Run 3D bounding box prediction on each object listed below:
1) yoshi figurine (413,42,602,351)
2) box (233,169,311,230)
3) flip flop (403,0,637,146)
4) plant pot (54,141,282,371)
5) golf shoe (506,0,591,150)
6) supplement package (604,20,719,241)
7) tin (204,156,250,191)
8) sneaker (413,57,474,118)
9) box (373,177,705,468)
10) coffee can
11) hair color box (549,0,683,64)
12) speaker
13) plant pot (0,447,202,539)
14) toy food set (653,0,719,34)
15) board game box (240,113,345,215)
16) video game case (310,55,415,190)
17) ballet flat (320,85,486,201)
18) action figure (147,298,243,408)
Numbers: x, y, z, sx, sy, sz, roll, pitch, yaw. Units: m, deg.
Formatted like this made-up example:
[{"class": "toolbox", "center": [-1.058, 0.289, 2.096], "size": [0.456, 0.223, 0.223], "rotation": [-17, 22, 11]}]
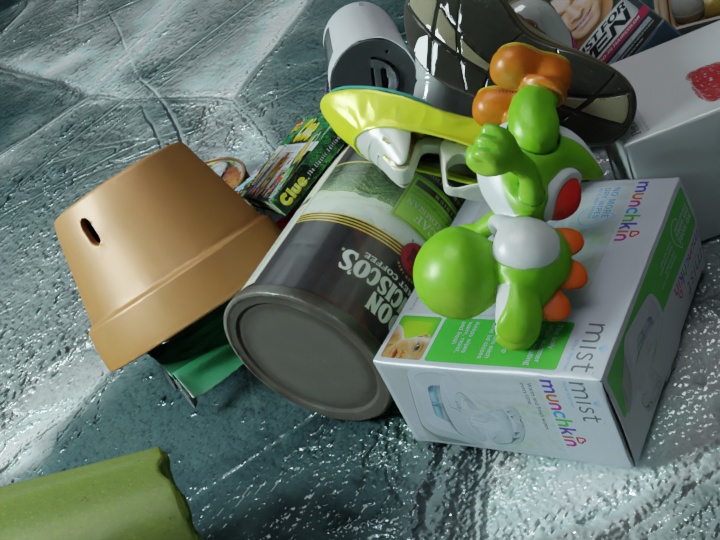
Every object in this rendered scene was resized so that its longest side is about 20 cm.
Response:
[{"class": "yoshi figurine", "center": [0.086, -0.047, 0.680], "size": [0.112, 0.112, 0.200], "rotation": [-13, 61, 41]}, {"class": "box", "center": [-0.021, -0.103, 1.061], "size": [0.200, 0.039, 0.137], "rotation": [-36, 37, -12]}, {"class": "flip flop", "center": [0.120, -0.162, 0.773], "size": [0.200, 0.081, 0.058], "rotation": [31, 21, 11]}, {"class": "plant pot", "center": [-0.180, -0.021, 0.914], "size": [0.200, 0.140, 0.200], "rotation": [-34, 6, 4]}, {"class": "golf shoe", "center": [0.161, -0.132, 0.844], "size": [0.073, 0.200, 0.092], "rotation": [-20, 35, 1]}, {"class": "supplement package", "center": [0.301, -0.120, 0.806], "size": [0.200, 0.120, 0.121], "rotation": [-21, 37, 10]}, {"class": "tin", "center": [-0.190, -0.049, 1.108], "size": [0.112, 0.042, 0.200], "rotation": [4, 46, 31]}, {"class": "sneaker", "center": [0.087, -0.156, 0.901], "size": [0.074, 0.116, 0.200], "rotation": [9, 7, 22]}, {"class": "box", "center": [0.138, 0.033, 0.749], "size": [0.176, 0.097, 0.200], "rotation": [1, 44, 37]}, {"class": "coffee can", "center": [0.000, 0.000, 0.832], "size": [0.146, 0.146, 0.200], "rotation": [2, 45, 35]}, {"class": "hair color box", "center": [0.237, -0.228, 0.996], "size": [0.099, 0.061, 0.200], "rotation": [-51, 31, 20]}, {"class": "speaker", "center": [0.007, -0.201, 0.965], "size": [0.081, 0.081, 0.200], "rotation": [-23, 23, 7]}, {"class": "plant pot", "center": [-0.202, 0.215, 0.695], "size": [0.190, 0.200, 0.200], "rotation": [-21, 34, -13]}, {"class": "toy food set", "center": [0.368, -0.299, 1.030], "size": [0.143, 0.060, 0.200], "rotation": [-11, 40, 22]}, {"class": "board game box", "center": [-0.061, -0.101, 0.943], "size": [0.105, 0.023, 0.200], "rotation": [-50, 14, -5]}, {"class": "video game case", "center": [0.046, -0.151, 1.014], "size": [0.181, 0.036, 0.200], "rotation": [-14, 38, 14]}, {"class": "ballet flat", "center": [0.058, -0.091, 0.776], "size": [0.200, 0.067, 0.067], "rotation": [14, 63, 7]}, {"class": "action figure", "center": [-0.087, 0.043, 0.915], "size": [0.200, 0.055, 0.118], "rotation": [-36, 35, -17]}]
